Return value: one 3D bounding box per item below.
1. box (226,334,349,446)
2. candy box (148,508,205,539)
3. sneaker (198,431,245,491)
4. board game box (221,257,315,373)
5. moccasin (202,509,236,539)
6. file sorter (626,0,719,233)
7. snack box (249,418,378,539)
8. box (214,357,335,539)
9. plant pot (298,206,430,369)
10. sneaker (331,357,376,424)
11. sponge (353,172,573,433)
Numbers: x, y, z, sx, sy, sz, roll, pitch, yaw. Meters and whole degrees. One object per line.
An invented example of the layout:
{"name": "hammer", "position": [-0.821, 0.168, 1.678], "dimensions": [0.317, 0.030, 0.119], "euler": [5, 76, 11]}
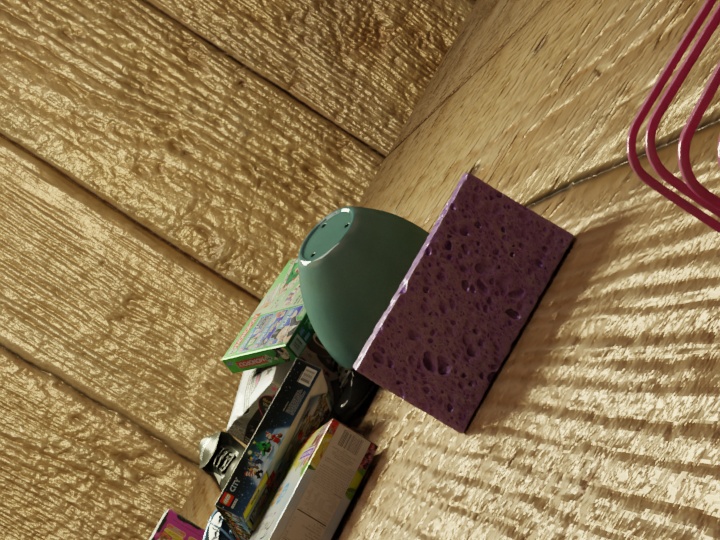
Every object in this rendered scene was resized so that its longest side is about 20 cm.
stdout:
{"name": "box", "position": [-0.087, 0.156, 1.742], "dimensions": [0.115, 0.131, 0.201], "euler": [-47, 17, 27]}
{"name": "candy box", "position": [-0.280, 0.476, 1.889], "dimensions": [0.202, 0.135, 0.061], "euler": [-60, 4, -19]}
{"name": "sneaker", "position": [-0.173, 0.252, 1.662], "dimensions": [0.067, 0.090, 0.200], "euler": [-56, 2, -6]}
{"name": "board game box", "position": [-0.090, 0.049, 1.718], "dimensions": [0.134, 0.029, 0.201], "euler": [-16, 32, 45]}
{"name": "moccasin", "position": [-0.155, 0.381, 1.606], "dimensions": [0.068, 0.080, 0.202], "euler": [-38, 39, 35]}
{"name": "file sorter", "position": [0.206, -0.068, 0.525], "dimensions": [0.140, 0.124, 0.200], "euler": [-58, 6, 3]}
{"name": "snack box", "position": [-0.069, 0.278, 1.421], "dimensions": [0.202, 0.067, 0.169], "euler": [-63, 5, -21]}
{"name": "box", "position": [-0.098, 0.223, 1.534], "dimensions": [0.202, 0.037, 0.137], "euler": [-61, -18, -23]}
{"name": "plant pot", "position": [0.000, 0.000, 1.585], "dimensions": [0.199, 0.135, 0.201], "euler": [-34, 26, 19]}
{"name": "sneaker", "position": [-0.011, 0.113, 1.687], "dimensions": [0.074, 0.088, 0.201], "euler": [-50, 11, 46]}
{"name": "sponge", "position": [0.090, 0.027, 1.115], "dimensions": [0.202, 0.111, 0.030], "euler": [-60, 5, -4]}
